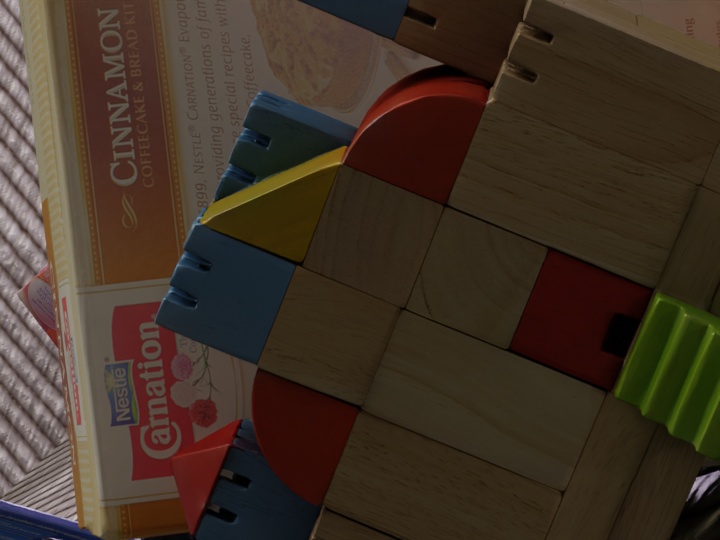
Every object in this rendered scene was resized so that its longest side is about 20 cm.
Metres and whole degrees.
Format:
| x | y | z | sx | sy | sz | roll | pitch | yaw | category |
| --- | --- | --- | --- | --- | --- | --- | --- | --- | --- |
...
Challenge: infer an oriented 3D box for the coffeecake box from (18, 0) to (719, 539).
| x | y | z | sx | sy | sz | roll | pitch | yaw | category |
| --- | --- | --- | --- | --- | --- | --- | --- | --- | --- |
| 0.018 | -0.019 | 0.777 | 0.199 | 0.155 | 0.073 | -6 | -2 | -11 | coffeecake box |

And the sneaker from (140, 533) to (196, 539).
| x | y | z | sx | sy | sz | roll | pitch | yaw | category |
| --- | --- | --- | --- | --- | --- | --- | --- | --- | --- |
| 0.015 | 0.025 | 0.890 | 0.200 | 0.070 | 0.090 | -35 | 5 | -1 | sneaker |

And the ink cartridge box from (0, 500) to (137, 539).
| x | y | z | sx | sy | sz | roll | pitch | yaw | category |
| --- | --- | --- | --- | --- | --- | --- | --- | --- | --- |
| -0.136 | 0.120 | 0.915 | 0.199 | 0.119 | 0.042 | -23 | 56 | 37 | ink cartridge box |

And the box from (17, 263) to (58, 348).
| x | y | z | sx | sy | sz | roll | pitch | yaw | category |
| --- | --- | --- | --- | --- | --- | --- | --- | --- | --- |
| -0.027 | -0.021 | 1.231 | 0.200 | 0.095 | 0.103 | -39 | 2 | -35 | box |

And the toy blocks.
| x | y | z | sx | sy | sz | roll | pitch | yaw | category |
| --- | --- | --- | --- | --- | --- | --- | --- | --- | --- |
| 0.018 | 0.006 | 0.689 | 0.100 | 0.136 | 0.201 | -70 | 1 | -79 | toy blocks |
